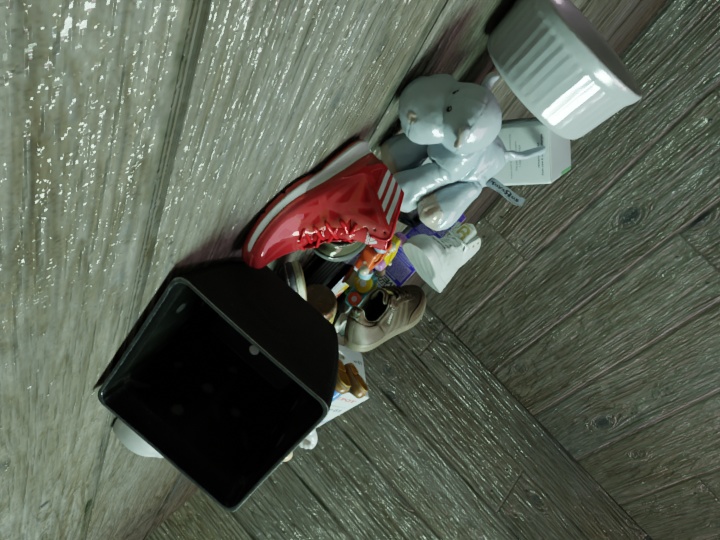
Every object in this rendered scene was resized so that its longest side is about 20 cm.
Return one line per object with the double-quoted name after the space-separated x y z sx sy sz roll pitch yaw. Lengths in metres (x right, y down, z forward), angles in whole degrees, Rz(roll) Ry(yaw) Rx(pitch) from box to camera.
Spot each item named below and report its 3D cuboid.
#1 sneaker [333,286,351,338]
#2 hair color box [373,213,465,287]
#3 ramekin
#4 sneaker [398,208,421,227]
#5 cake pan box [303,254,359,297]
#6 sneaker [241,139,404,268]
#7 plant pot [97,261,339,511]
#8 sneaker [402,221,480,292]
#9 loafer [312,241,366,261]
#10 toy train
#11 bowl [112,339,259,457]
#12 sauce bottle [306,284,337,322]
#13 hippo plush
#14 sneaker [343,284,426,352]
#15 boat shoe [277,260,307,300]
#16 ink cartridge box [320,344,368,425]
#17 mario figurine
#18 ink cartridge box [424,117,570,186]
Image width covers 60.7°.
0.008 0.053 1.217 0.076 0.114 0.201 -15 -133 41 "sneaker"
0.094 -0.043 1.113 0.200 0.065 0.109 -45 -176 2 "hair color box"
0.253 -0.264 0.782 0.098 0.201 0.200 -41 175 33 "ramekin"
0.077 -0.108 1.041 0.074 0.081 0.200 -46 172 12 "sneaker"
-0.049 0.004 1.080 0.184 0.052 0.200 -48 171 4 "cake pan box"
-0.029 -0.049 0.687 0.200 0.116 0.078 -43 172 -12 "sneaker"
-0.137 0.107 0.708 0.200 0.199 0.178 -49 -179 25 "plant pot"
0.136 -0.043 0.991 0.116 0.074 0.200 -47 161 -2 "sneaker"
0.002 -0.089 0.849 0.200 0.075 0.070 -45 162 -35 "loafer"
0.000 0.000 0.953 0.150 0.055 0.201 -41 166 -48 "toy train"
-0.223 0.188 0.871 0.200 0.075 0.199 -47 156 19 "bowl"
-0.082 0.102 0.998 0.066 0.066 0.201 -39 160 -32 "sauce bottle"
0.108 -0.141 0.730 0.161 0.198 0.161 -65 166 -8 "hippo plush"
0.050 0.058 0.990 0.199 0.070 0.076 -34 140 -46 "sneaker"
-0.122 0.053 0.898 0.064 0.073 0.200 -6 154 -19 "boat shoe"
-0.106 0.193 0.989 0.144 0.086 0.199 23 132 -40 "ink cartridge box"
-0.080 0.213 0.852 0.199 0.124 0.106 -37 -156 16 "mario figurine"
0.194 -0.174 0.901 0.198 0.085 0.146 2 -163 30 "ink cartridge box"
